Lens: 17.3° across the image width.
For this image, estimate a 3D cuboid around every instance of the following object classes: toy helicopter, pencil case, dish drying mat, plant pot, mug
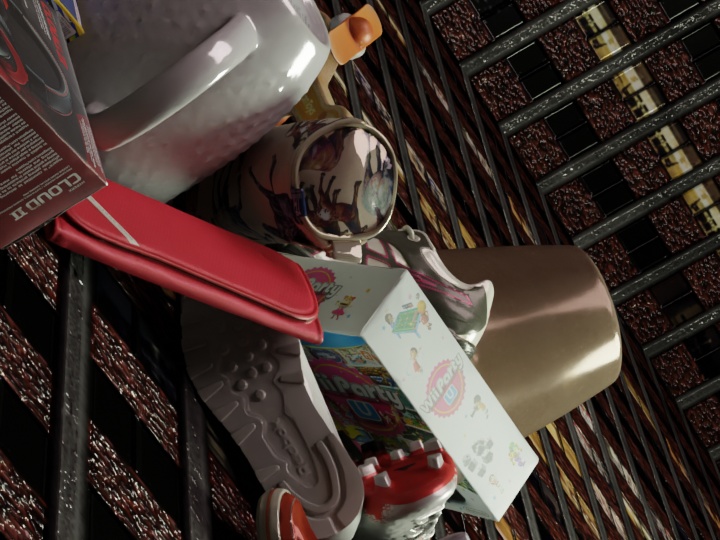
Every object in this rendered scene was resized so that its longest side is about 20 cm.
[{"bbox_3d":[-0.034,-0.139,1.754,0.079,0.132,0.200,54,5,-33],"label":"toy helicopter"},{"bbox_3d":[-0.058,-0.050,1.550,0.078,0.090,0.200,18,-10,-30],"label":"pencil case"},{"bbox_3d":[-0.107,-0.013,1.433,0.200,0.018,0.077,23,30,-33],"label":"dish drying mat"},{"bbox_3d":[0.103,0.059,1.828,0.200,0.174,0.201,165,-90,-78],"label":"plant pot"},{"bbox_3d":[-0.116,-0.126,1.471,0.148,0.175,0.200,58,11,-13],"label":"mug"}]

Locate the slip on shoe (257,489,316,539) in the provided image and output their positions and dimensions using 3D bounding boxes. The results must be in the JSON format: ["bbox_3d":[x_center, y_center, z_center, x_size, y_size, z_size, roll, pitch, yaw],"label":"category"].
[{"bbox_3d":[0.002,0.213,1.400,0.200,0.061,0.074,58,13,-3],"label":"slip on shoe"}]

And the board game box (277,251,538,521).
[{"bbox_3d":[0.013,0.078,1.634,0.147,0.064,0.200,8,-37,46],"label":"board game box"}]

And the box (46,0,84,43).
[{"bbox_3d":[-0.245,-0.205,1.389,0.200,0.064,0.070,51,14,-43],"label":"box"}]

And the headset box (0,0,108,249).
[{"bbox_3d":[-0.218,-0.118,1.251,0.200,0.075,0.149,49,15,-46],"label":"headset box"}]

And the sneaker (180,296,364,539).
[{"bbox_3d":[-0.058,0.086,1.509,0.081,0.076,0.200,66,1,-75],"label":"sneaker"}]

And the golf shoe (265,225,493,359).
[{"bbox_3d":[0.000,0.000,1.686,0.200,0.088,0.077,35,-23,-4],"label":"golf shoe"}]

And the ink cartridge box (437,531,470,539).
[{"bbox_3d":[0.078,0.273,1.481,0.200,0.047,0.160,60,-19,11],"label":"ink cartridge box"}]

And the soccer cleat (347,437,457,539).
[{"bbox_3d":[0.025,0.158,1.554,0.200,0.069,0.085,170,-99,-73],"label":"soccer cleat"}]
